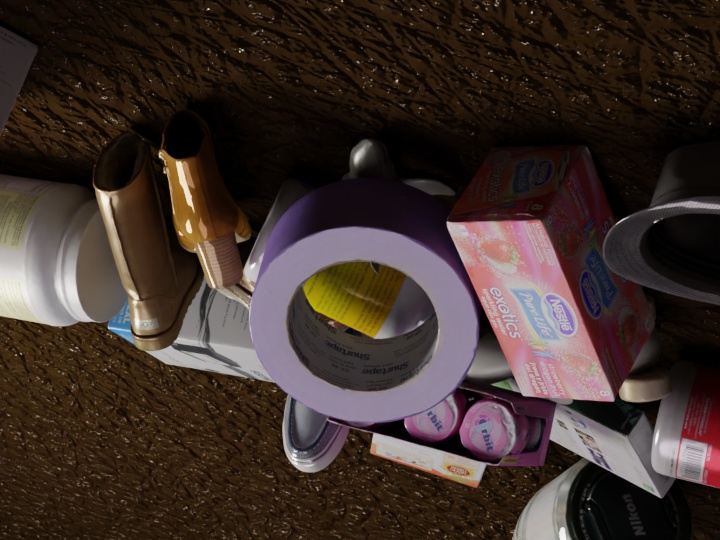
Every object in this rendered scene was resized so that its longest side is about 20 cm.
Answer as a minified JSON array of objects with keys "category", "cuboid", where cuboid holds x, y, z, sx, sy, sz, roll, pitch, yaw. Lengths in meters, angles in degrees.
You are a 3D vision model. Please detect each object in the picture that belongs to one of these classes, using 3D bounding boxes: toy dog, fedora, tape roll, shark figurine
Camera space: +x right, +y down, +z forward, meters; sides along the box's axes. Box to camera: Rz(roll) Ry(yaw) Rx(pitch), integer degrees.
[{"category":"toy dog","cuboid":[0.203,0.068,1.713,0.199,0.133,0.096,16,-166,19]},{"category":"fedora","cuboid":[0.292,-0.043,1.414,0.198,0.091,0.177,9,155,9]},{"category":"tape roll","cuboid":[0.007,0.027,1.587,0.198,0.085,0.201,3,121,5]},{"category":"shark figurine","cuboid":[0.049,-0.029,1.637,0.214,0.090,0.128,33,154,-22]}]

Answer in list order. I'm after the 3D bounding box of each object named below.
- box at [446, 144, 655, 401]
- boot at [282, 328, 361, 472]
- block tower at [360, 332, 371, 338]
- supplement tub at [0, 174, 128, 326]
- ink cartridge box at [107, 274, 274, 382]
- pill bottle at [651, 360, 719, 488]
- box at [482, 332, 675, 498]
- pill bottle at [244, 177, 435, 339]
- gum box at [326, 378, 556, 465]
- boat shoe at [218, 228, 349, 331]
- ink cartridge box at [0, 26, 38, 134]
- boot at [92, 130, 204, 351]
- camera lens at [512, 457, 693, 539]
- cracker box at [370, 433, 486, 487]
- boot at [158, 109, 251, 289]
[{"category":"box","cuboid":[0.161,0.003,1.533,0.094,0.103,0.201,1,131,36]},{"category":"boot","cuboid":[-0.049,0.093,1.822,0.072,0.201,0.091,-5,145,22]},{"category":"block tower","cuboid":[0.033,0.052,1.849,0.057,0.054,0.200,14,154,15]},{"category":"supplement tub","cuboid":[-0.341,-0.022,1.874,0.198,0.146,0.145,9,153,23]},{"category":"ink cartridge box","cuboid":[-0.141,0.057,1.927,0.198,0.084,0.145,8,164,24]},{"category":"pill bottle","cuboid":[0.383,0.159,1.731,0.198,0.113,0.112,13,154,16]},{"category":"box","cuboid":[0.216,0.146,1.853,0.199,0.036,0.145,26,162,35]},{"category":"pill bottle","cuboid":[0.000,0.000,1.698,0.199,0.105,0.104,25,155,-3]},{"category":"gum box","cuboid":[0.084,0.138,1.770,0.199,0.067,0.113,13,-178,28]},{"category":"boat shoe","cuboid":[-0.088,0.008,1.789,0.199,0.076,0.072,24,150,35]},{"category":"ink cartridge box","cuboid":[-0.375,-0.113,1.646,0.084,0.201,0.146,26,155,-15]},{"category":"boot","cuboid":[-0.203,-0.049,1.778,0.066,0.176,0.201,-6,127,5]},{"category":"camera lens","cuboid":[0.266,0.295,2.038,0.159,0.161,0.200,23,155,-6]},{"category":"cracker box","cuboid":[0.087,0.168,2.039,0.133,0.058,0.200,18,156,4]},{"category":"boot","cuboid":[-0.147,-0.083,1.688,0.070,0.201,0.145,-15,113,-5]}]
